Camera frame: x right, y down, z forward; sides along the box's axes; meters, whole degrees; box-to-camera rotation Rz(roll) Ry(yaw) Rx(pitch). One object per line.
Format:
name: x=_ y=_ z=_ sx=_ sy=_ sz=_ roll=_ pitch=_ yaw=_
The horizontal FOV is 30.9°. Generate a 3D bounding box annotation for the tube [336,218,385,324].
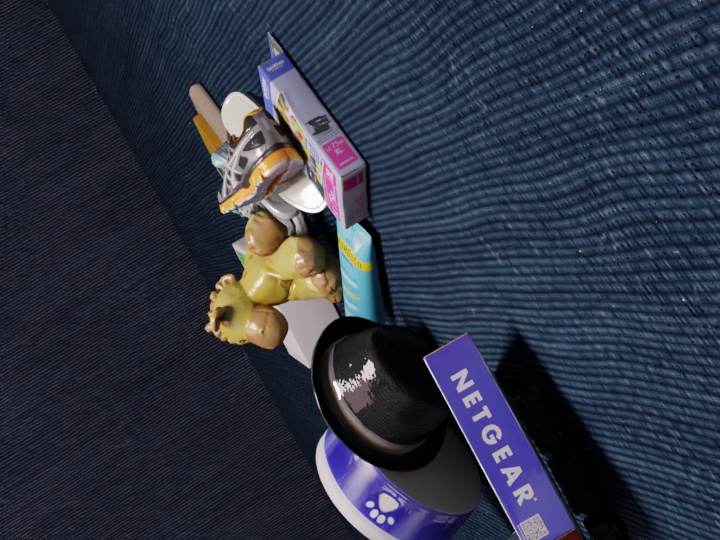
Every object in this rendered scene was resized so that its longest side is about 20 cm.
tube: x=0.000 y=0.000 z=1.558 sx=0.077 sy=0.050 sz=0.201 roll=43 pitch=156 yaw=32

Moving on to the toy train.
toy train: x=0.197 y=0.192 z=1.212 sx=0.202 sy=0.034 sz=0.046 roll=60 pitch=-179 yaw=-6

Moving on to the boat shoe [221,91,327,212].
boat shoe: x=-0.088 y=-0.145 z=1.575 sx=0.200 sy=0.073 sz=0.061 roll=46 pitch=-153 yaw=26

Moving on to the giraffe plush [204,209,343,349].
giraffe plush: x=-0.127 y=0.027 z=1.688 sx=0.199 sy=0.163 sz=0.172 roll=25 pitch=170 yaw=41

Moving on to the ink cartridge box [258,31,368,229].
ink cartridge box: x=-0.059 y=-0.153 z=1.435 sx=0.201 sy=0.042 sz=0.120 roll=57 pitch=168 yaw=22

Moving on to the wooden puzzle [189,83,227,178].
wooden puzzle: x=-0.203 y=-0.166 z=2.017 sx=0.186 sy=0.037 sz=0.201 roll=53 pitch=167 yaw=31

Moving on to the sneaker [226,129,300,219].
sneaker: x=-0.118 y=-0.115 z=1.673 sx=0.100 sy=0.070 sz=0.201 roll=89 pitch=157 yaw=-48

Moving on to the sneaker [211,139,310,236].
sneaker: x=-0.139 y=-0.094 z=1.797 sx=0.202 sy=0.086 sz=0.078 roll=62 pitch=168 yaw=-13

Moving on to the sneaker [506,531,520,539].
sneaker: x=0.200 y=0.316 z=1.419 sx=0.079 sy=0.079 sz=0.199 roll=56 pitch=144 yaw=-5

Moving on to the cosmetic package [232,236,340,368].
cosmetic package: x=-0.102 y=0.033 z=1.961 sx=0.202 sy=0.084 sz=0.107 roll=64 pitch=165 yaw=-16

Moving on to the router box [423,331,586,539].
router box: x=0.139 y=0.173 z=1.219 sx=0.202 sy=0.048 sz=0.180 roll=62 pitch=-176 yaw=22

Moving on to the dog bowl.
dog bowl: x=0.047 y=0.242 z=1.581 sx=0.198 sy=0.079 sz=0.201 roll=30 pitch=-153 yaw=-16

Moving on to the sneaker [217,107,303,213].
sneaker: x=-0.122 y=-0.123 z=1.487 sx=0.078 sy=0.078 sz=0.200 roll=63 pitch=153 yaw=3

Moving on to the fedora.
fedora: x=0.041 y=0.129 z=1.495 sx=0.091 sy=0.200 sz=0.202 roll=-36 pitch=84 yaw=45
